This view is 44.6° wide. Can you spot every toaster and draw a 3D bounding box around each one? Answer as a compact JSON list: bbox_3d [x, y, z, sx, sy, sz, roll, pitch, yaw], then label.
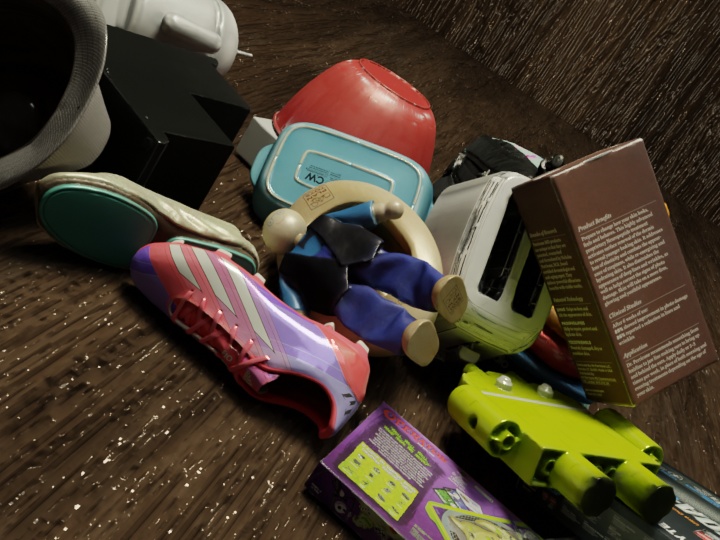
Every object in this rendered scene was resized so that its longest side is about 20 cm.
[{"bbox_3d":[0.119,-0.009,0.818,0.113,0.202,0.129,27,-14,-17],"label":"toaster"}]

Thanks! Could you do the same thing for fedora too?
[{"bbox_3d":[-0.254,-0.124,0.647,0.198,0.179,0.090,13,-15,19],"label":"fedora"}]

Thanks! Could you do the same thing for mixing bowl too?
[{"bbox_3d":[0.012,-0.167,0.998,0.199,0.109,0.201,30,23,-14],"label":"mixing bowl"}]

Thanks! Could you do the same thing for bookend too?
[{"bbox_3d":[-0.178,-0.128,0.812,0.199,0.093,0.199,48,25,27],"label":"bookend"}]

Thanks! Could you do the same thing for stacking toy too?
[{"bbox_3d":[0.226,0.015,0.840,0.109,0.201,0.116,31,25,-4],"label":"stacking toy"}]

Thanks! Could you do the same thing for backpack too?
[{"bbox_3d":[0.163,-0.067,1.013,0.127,0.166,0.200,45,9,-30],"label":"backpack"}]

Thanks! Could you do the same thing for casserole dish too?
[{"bbox_3d":[-0.017,-0.083,0.880,0.198,0.122,0.039,20,-20,5],"label":"casserole dish"}]

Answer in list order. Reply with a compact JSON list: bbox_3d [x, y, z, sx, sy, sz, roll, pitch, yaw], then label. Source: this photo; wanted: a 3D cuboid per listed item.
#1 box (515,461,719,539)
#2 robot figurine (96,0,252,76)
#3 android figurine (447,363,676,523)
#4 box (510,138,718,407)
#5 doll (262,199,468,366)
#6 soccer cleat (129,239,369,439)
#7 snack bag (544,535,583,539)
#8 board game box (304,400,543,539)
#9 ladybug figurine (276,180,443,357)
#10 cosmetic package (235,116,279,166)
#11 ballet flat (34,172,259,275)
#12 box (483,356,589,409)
[{"bbox_3d":[0.248,0.206,0.706,0.158,0.047,0.199,10,15,-40],"label":"box"},{"bbox_3d":[-0.226,-0.281,1.025,0.198,0.114,0.169,14,11,-38],"label":"robot figurine"},{"bbox_3d":[0.150,0.127,0.696,0.180,0.042,0.200,14,14,-26],"label":"android figurine"},{"bbox_3d":[0.215,0.003,0.746,0.099,0.202,0.075,-21,5,-20],"label":"box"},{"bbox_3d":[-0.006,-0.003,0.703,0.199,0.137,0.049,27,-13,38],"label":"doll"},{"bbox_3d":[-0.085,0.047,0.634,0.198,0.067,0.077,30,44,-1],"label":"soccer cleat"},{"bbox_3d":[0.253,0.275,0.682,0.199,0.022,0.189,10,32,-44],"label":"snack bag"},{"bbox_3d":[0.065,0.182,0.605,0.199,0.032,0.120,40,27,11],"label":"board game box"},{"bbox_3d":[0.000,0.000,0.778,0.201,0.135,0.072,58,-6,38],"label":"ladybug figurine"},{"bbox_3d":[-0.026,-0.091,0.998,0.200,0.052,0.150,45,27,25],"label":"cosmetic package"},{"bbox_3d":[-0.166,-0.033,0.680,0.199,0.068,0.063,26,22,-42],"label":"ballet flat"},{"bbox_3d":[0.166,0.073,0.950,0.199,0.037,0.144,36,23,10],"label":"box"}]
